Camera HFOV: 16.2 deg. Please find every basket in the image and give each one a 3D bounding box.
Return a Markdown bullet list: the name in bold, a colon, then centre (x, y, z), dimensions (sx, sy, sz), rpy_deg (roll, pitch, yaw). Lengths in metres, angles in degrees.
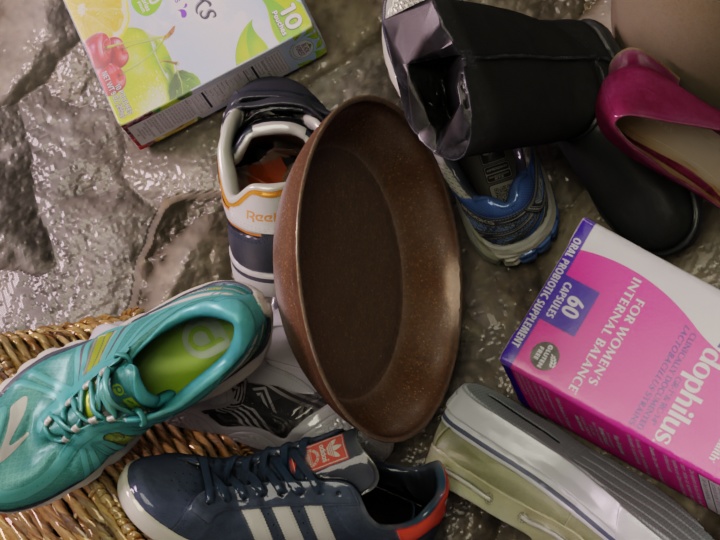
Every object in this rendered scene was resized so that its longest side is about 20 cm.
- **basket**: centre (-0.162, 0.142, 1.545), dimensions (0.200, 0.149, 0.143), rpy_deg (49, 121, 21)

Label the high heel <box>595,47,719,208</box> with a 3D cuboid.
- **high heel**: centre (0.221, -0.054, 1.469), dimensions (0.200, 0.096, 0.067), rpy_deg (40, 115, -11)

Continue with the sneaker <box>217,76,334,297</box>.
- **sneaker**: centre (-0.048, -0.075, 1.534), dimensions (0.078, 0.080, 0.201), rpy_deg (-3, 37, -3)

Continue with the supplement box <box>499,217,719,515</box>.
- **supplement box**: centre (0.194, 0.069, 1.466), dimensions (0.199, 0.103, 0.102), rpy_deg (29, 80, 18)

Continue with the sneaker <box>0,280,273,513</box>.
- **sneaker**: centre (-0.139, 0.066, 1.410), dimensions (0.199, 0.080, 0.078), rpy_deg (-34, 92, 3)

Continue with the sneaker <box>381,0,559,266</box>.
- **sneaker**: centre (0.066, -0.105, 1.558), dimensions (0.077, 0.085, 0.201), rpy_deg (-27, 68, 3)

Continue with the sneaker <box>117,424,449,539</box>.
- **sneaker**: centre (-0.039, 0.122, 1.460), dimensions (0.199, 0.085, 0.075), rpy_deg (9, 41, -27)

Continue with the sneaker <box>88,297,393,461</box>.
- **sneaker**: centre (-0.065, 0.040, 1.520), dimensions (0.199, 0.075, 0.116), rpy_deg (19, 65, -20)

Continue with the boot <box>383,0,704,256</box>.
- **boot**: centre (0.109, -0.080, 1.473), dimensions (0.066, 0.200, 0.165), rpy_deg (-38, 72, 26)

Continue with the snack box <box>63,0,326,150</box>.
- **snack box**: centre (-0.125, -0.199, 1.649), dimensions (0.142, 0.053, 0.201), rpy_deg (-27, 69, 2)

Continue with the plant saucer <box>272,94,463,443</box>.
- **plant saucer**: centre (0.000, 0.000, 1.468), dimensions (0.036, 0.200, 0.202), rpy_deg (-5, 71, 30)

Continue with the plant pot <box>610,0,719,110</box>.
- **plant pot**: centre (0.228, -0.194, 1.488), dimensions (0.186, 0.200, 0.189), rpy_deg (-4, 72, 12)

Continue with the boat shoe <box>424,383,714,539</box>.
- **boat shoe**: centre (0.126, 0.141, 1.485), dimensions (0.200, 0.072, 0.062), rpy_deg (34, 107, 24)
